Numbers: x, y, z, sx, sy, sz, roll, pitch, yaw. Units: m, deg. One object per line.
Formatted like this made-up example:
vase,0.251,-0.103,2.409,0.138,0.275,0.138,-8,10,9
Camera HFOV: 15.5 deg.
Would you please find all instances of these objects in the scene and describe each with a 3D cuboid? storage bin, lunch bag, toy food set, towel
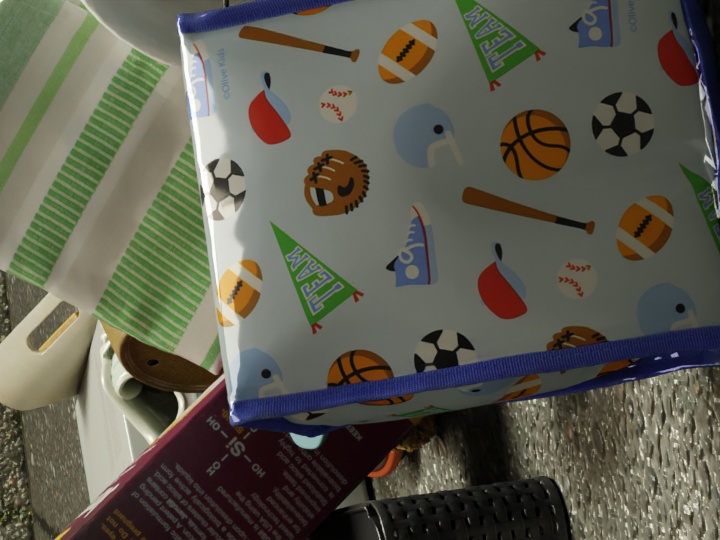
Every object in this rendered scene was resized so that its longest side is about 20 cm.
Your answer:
storage bin,0.038,0.182,1.333,0.200,0.093,0.136,148,113,-74
lunch bag,0.047,-0.032,1.028,0.124,0.199,0.171,12,-114,-71
toy food set,-0.161,0.017,1.781,0.143,0.200,0.060,-44,78,26
towel,-0.126,-0.052,1.378,0.153,0.199,0.023,-61,9,7

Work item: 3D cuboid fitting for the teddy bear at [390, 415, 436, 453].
teddy bear,0.000,0.000,1.447,0.145,0.066,0.201,-119,26,-62

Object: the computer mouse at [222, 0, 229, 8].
computer mouse,0.004,-0.100,1.329,0.053,0.138,0.201,-75,-26,-60

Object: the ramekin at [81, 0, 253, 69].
ramekin,-0.060,-0.208,1.336,0.098,0.199,0.201,-105,15,-54

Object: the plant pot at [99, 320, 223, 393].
plant pot,-0.094,-0.040,1.498,0.187,0.185,0.201,103,164,-54

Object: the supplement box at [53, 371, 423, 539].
supplement box,-0.074,0.117,1.334,0.086,0.200,0.110,46,159,-2

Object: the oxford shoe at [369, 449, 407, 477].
oxford shoe,-0.019,0.042,1.570,0.200,0.072,0.071,51,135,34

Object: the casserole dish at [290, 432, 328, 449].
casserole dish,-0.010,-0.018,1.222,0.121,0.039,0.201,176,95,-69

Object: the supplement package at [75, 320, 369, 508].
supplement package,-0.092,0.133,1.708,0.200,0.146,0.192,116,144,-66

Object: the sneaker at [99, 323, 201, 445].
sneaker,-0.122,0.038,1.572,0.070,0.080,0.201,-51,58,36
